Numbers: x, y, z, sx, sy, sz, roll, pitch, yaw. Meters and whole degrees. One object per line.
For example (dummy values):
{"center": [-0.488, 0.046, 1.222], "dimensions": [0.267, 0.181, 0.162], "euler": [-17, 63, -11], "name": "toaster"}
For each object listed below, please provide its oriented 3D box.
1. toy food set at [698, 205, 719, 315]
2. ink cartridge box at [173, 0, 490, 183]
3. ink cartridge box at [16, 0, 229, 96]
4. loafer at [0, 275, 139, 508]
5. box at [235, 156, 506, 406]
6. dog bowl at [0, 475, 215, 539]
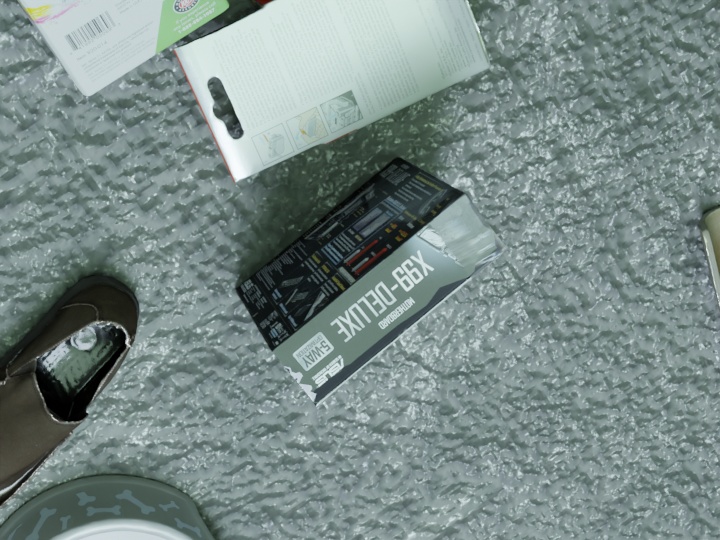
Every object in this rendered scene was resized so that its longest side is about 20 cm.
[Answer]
{"center": [0.366, -0.003, 1.289], "dimensions": [0.200, 0.060, 0.144], "euler": [-21, 110, -9], "name": "toy food set"}
{"center": [-0.021, -0.152, 1.149], "dimensions": [0.200, 0.050, 0.109], "euler": [-25, 111, -6], "name": "ink cartridge box"}
{"center": [-0.176, -0.216, 1.030], "dimensions": [0.117, 0.067, 0.200], "euler": [-33, 144, -5], "name": "ink cartridge box"}
{"center": [-0.228, 0.091, 1.149], "dimensions": [0.073, 0.071, 0.200], "euler": [35, 94, -21], "name": "loafer"}
{"center": [0.000, 0.000, 1.117], "dimensions": [0.158, 0.200, 0.050], "euler": [-39, 105, -3], "name": "box"}
{"center": [-0.183, 0.253, 1.215], "dimensions": [0.200, 0.059, 0.200], "euler": [-4, 106, -15], "name": "dog bowl"}
